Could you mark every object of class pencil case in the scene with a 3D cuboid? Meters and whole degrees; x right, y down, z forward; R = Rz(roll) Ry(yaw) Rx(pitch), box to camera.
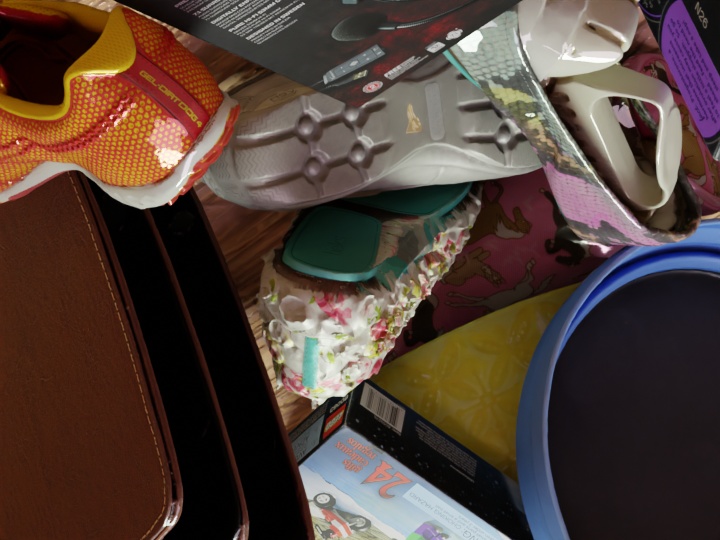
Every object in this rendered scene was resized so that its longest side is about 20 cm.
[{"bbox_3d":[0.073,-0.016,1.296,0.200,0.083,0.087,-34,124,25],"label":"pencil case"}]

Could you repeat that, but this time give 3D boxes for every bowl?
[{"bbox_3d":[0.070,0.096,1.305,0.200,0.108,0.200,-23,164,-7],"label":"bowl"},{"bbox_3d":[0.155,0.079,1.222,0.200,0.201,0.039,-7,172,-28],"label":"bowl"}]

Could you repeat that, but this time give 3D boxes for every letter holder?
[{"bbox_3d":[-0.089,0.033,1.120,0.101,0.200,0.142,-3,149,-35],"label":"letter holder"}]

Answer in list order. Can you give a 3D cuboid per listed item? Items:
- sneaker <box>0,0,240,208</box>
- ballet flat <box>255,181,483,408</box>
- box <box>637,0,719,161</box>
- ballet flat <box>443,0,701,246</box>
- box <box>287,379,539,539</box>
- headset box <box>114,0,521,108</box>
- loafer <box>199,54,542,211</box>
[{"bbox_3d":[-0.117,-0.067,1.010,0.077,0.073,0.200,46,153,-26],"label":"sneaker"},{"bbox_3d":[0.000,0.000,1.190,0.076,0.064,0.200,13,-159,15],"label":"ballet flat"},{"bbox_3d":[0.217,-0.135,1.117,0.200,0.122,0.106,-12,153,-20],"label":"box"},{"bbox_3d":[0.086,-0.078,1.134,0.071,0.069,0.200,5,146,36],"label":"ballet flat"},{"bbox_3d":[0.032,0.146,1.244,0.200,0.038,0.137,35,124,-16],"label":"box"},{"bbox_3d":[-0.009,-0.144,0.975,0.149,0.077,0.200,-32,155,22],"label":"headset box"},{"bbox_3d":[0.016,-0.067,1.180,0.200,0.070,0.070,-11,-167,-36],"label":"loafer"}]
